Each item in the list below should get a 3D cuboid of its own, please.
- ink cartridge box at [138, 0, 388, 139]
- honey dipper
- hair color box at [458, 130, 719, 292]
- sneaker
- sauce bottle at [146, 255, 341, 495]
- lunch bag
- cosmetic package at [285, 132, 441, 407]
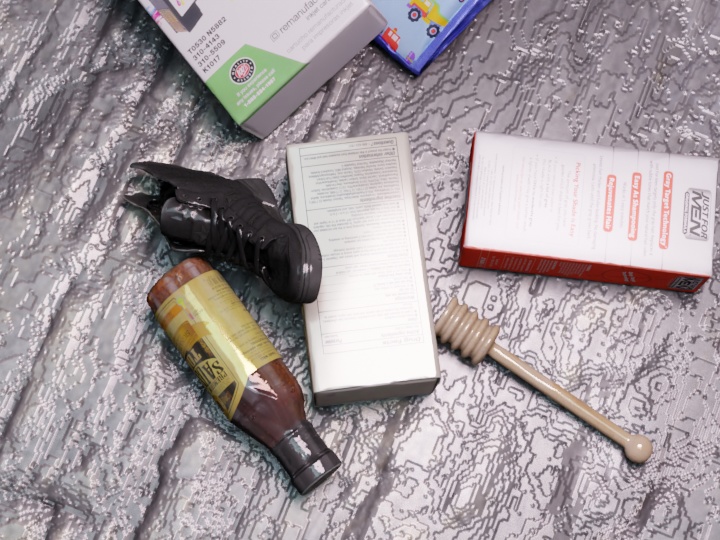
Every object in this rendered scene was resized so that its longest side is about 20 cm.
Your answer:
[{"bbox_3d":[-0.097,-0.234,1.224,0.145,0.084,0.201,-41,79,8],"label":"ink cartridge box"},{"bbox_3d":[0.145,0.092,1.191,0.199,0.038,0.038,36,78,4],"label":"honey dipper"},{"bbox_3d":[0.183,-0.047,1.212,0.197,0.061,0.103,7,76,2],"label":"hair color box"},{"bbox_3d":[-0.109,-0.031,1.164,0.103,0.200,0.061,0,118,-25],"label":"sneaker"},{"bbox_3d":[-0.089,0.083,1.170,0.066,0.066,0.201,-36,77,-9],"label":"sauce bottle"},{"bbox_3d":[0.049,-0.275,1.261,0.150,0.094,0.200,43,88,7],"label":"lunch bag"},{"bbox_3d":[0.000,0.000,1.190,0.104,0.071,0.203,-5,76,-3],"label":"cosmetic package"}]
